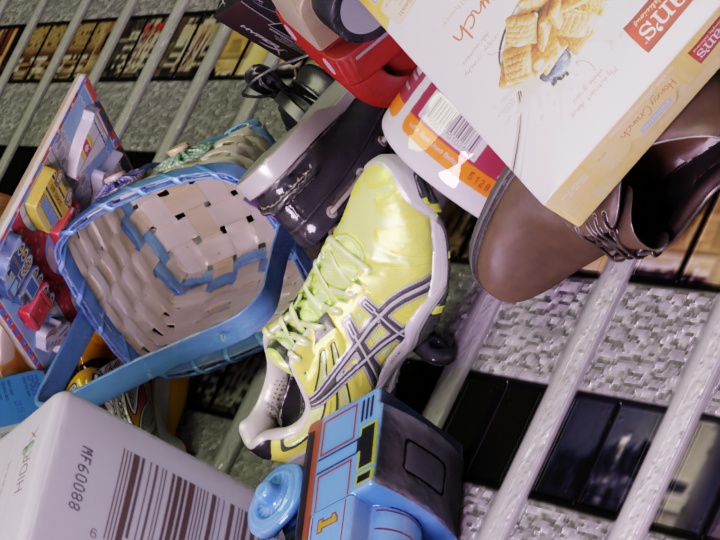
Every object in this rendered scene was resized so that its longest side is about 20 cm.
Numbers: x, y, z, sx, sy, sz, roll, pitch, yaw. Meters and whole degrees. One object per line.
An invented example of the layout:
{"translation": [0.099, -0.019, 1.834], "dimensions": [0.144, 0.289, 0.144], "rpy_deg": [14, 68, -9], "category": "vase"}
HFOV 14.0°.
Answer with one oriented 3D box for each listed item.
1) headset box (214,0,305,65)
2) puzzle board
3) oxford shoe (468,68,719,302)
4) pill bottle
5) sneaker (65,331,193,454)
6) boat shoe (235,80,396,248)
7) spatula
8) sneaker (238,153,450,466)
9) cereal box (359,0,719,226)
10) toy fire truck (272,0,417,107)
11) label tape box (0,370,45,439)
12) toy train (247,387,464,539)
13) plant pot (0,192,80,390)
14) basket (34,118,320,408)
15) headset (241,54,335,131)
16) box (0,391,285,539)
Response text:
{"translation": [-0.004, -0.247, 2.029], "dimensions": [0.200, 0.075, 0.149], "rpy_deg": [-25, 42, 54], "category": "headset box"}
{"translation": [-0.190, -0.023, 1.905], "dimensions": [0.151, 0.017, 0.200], "rpy_deg": [-63, -15, -16], "category": "puzzle board"}
{"translation": [0.125, -0.036, 1.530], "dimensions": [0.200, 0.072, 0.085], "rpy_deg": [-43, 32, 37], "category": "oxford shoe"}
{"translation": [0.109, -0.128, 1.617], "dimensions": [0.200, 0.109, 0.110], "rpy_deg": [-54, 24, 13], "category": "pill bottle"}
{"translation": [-0.163, 0.112, 1.933], "dimensions": [0.078, 0.082, 0.200], "rpy_deg": [-47, 27, 27], "category": "sneaker"}
{"translation": [-0.001, -0.084, 1.760], "dimensions": [0.074, 0.060, 0.200], "rpy_deg": [-36, 8, 40], "category": "boat shoe"}
{"translation": [0.000, 0.000, 1.727], "dimensions": [0.200, 0.056, 0.021], "rpy_deg": [48, 136, 42], "category": "spatula"}
{"translation": [-0.009, 0.030, 1.650], "dimensions": [0.075, 0.076, 0.201], "rpy_deg": [38, 121, 41], "category": "sneaker"}
{"translation": [0.099, -0.137, 1.523], "dimensions": [0.144, 0.039, 0.200], "rpy_deg": [-50, 47, 10], "category": "cereal box"}
{"translation": [0.047, -0.161, 1.705], "dimensions": [0.176, 0.200, 0.129], "rpy_deg": [-39, 42, -7], "category": "toy fire truck"}
{"translation": [-0.207, 0.187, 1.916], "dimensions": [0.144, 0.063, 0.201], "rpy_deg": [-122, 21, -63], "category": "label tape box"}
{"translation": [-0.008, 0.164, 1.559], "dimensions": [0.114, 0.087, 0.201], "rpy_deg": [-33, 35, 37], "category": "toy train"}
{"translation": [-0.249, 0.043, 2.068], "dimensions": [0.183, 0.200, 0.201], "rpy_deg": [5, 67, 52], "category": "plant pot"}
{"translation": [-0.114, 0.007, 1.851], "dimensions": [0.176, 0.139, 0.200], "rpy_deg": [-23, 30, 24], "category": "basket"}
{"translation": [-0.001, -0.121, 1.916], "dimensions": [0.199, 0.094, 0.124], "rpy_deg": [4, 61, 48], "category": "headset"}
{"translation": [-0.146, 0.216, 1.627], "dimensions": [0.171, 0.198, 0.201], "rpy_deg": [-36, 33, 45], "category": "box"}
